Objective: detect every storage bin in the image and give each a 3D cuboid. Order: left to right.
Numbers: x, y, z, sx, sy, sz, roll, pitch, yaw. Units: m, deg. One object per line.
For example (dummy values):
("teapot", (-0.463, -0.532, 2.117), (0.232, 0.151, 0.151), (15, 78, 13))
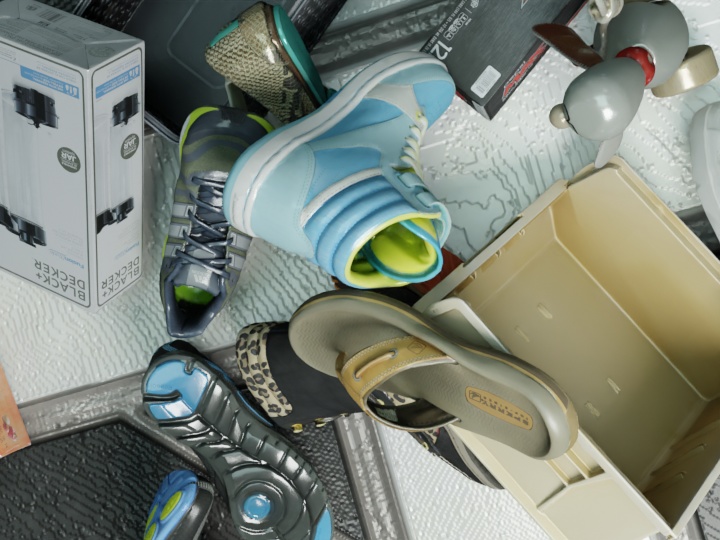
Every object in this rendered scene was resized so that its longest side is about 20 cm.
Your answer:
("storage bin", (-0.104, -0.199, 0.846), (0.135, 0.094, 0.200), (37, 96, 6))
("storage bin", (0.153, 0.050, 0.755), (0.199, 0.200, 0.094), (48, 141, 4))

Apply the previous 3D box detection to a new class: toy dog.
("toy dog", (0.161, -0.138, 0.772), (0.096, 0.200, 0.133), (-18, 86, 38))

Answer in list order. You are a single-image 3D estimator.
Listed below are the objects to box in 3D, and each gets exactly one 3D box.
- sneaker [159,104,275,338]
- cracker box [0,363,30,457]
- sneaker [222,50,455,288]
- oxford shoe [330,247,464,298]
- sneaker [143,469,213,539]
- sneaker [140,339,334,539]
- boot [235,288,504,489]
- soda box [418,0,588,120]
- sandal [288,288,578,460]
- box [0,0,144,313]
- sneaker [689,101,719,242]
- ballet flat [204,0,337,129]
("sneaker", (-0.101, -0.029, 0.807), (0.073, 0.081, 0.201), (9, 136, -7))
("cracker box", (-0.380, 0.114, 0.917), (0.199, 0.058, 0.135), (-22, 89, 8))
("sneaker", (0.025, -0.057, 0.726), (0.130, 0.080, 0.200), (34, 54, 24))
("oxford shoe", (0.000, 0.000, 0.810), (0.200, 0.071, 0.073), (32, 119, -26))
("sneaker", (-0.121, 0.224, 0.852), (0.082, 0.071, 0.200), (6, 123, -1))
("sneaker", (-0.086, 0.132, 0.868), (0.073, 0.082, 0.200), (-33, 106, 1))
("boot", (0.015, 0.092, 0.837), (0.150, 0.200, 0.073), (-9, 49, 38))
("soda box", (0.129, -0.206, 0.818), (0.063, 0.071, 0.200), (41, 97, 10))
("sandal", (0.031, 0.067, 0.680), (0.199, 0.081, 0.054), (22, 52, 31))
("box", (-0.217, -0.080, 0.827), (0.116, 0.060, 0.201), (23, 129, 18))
("sneaker", (0.288, -0.045, 0.751), (0.073, 0.116, 0.201), (4, 62, -27))
("ballet flat", (-0.041, -0.107, 0.808), (0.075, 0.200, 0.068), (-25, 51, 18))
